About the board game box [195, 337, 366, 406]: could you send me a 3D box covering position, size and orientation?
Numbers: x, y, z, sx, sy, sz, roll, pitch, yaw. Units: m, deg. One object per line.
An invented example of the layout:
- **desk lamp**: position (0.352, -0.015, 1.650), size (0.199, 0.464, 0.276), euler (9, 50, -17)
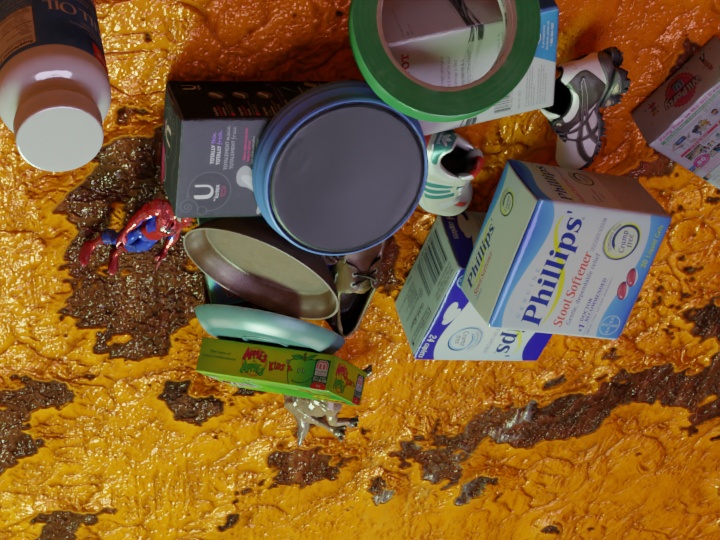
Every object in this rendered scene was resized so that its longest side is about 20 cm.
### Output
- **board game box**: position (-0.104, 0.132, 1.812), size (0.198, 0.048, 0.101), euler (7, 167, 26)

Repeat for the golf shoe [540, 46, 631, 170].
- **golf shoe**: position (0.250, -0.191, 1.660), size (0.093, 0.078, 0.201), euler (-7, 145, -14)

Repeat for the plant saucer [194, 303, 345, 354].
- **plant saucer**: position (-0.118, 0.082, 1.778), size (0.198, 0.028, 0.200), euler (11, 167, 3)

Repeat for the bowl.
- **bowl**: position (-0.018, -0.106, 1.507), size (0.198, 0.039, 0.202), euler (-10, 123, -15)

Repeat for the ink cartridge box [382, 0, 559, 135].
- **ink cartridge box**: position (0.114, -0.240, 1.550), size (0.198, 0.086, 0.147), euler (-12, 140, -6)

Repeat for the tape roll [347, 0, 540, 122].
- **tape roll**: position (0.087, -0.258, 1.444), size (0.198, 0.203, 0.048), euler (-13, 179, -6)

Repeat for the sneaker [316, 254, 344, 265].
- **sneaker**: position (-0.017, -0.102, 1.638), size (0.201, 0.075, 0.071), euler (-56, 141, -18)

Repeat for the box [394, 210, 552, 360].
- **box**: position (0.174, 0.024, 1.859), size (0.198, 0.106, 0.185), euler (1, 137, -24)

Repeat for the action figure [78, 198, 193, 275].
- **action figure**: position (-0.252, -0.040, 1.607), size (0.065, 0.052, 0.199), euler (24, 146, -34)

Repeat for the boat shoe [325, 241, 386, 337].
- **boat shoe**: position (0.000, 0.000, 1.722), size (0.071, 0.068, 0.201), euler (-6, 138, -19)

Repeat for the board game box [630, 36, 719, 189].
- **board game box**: position (0.464, -0.190, 1.762), size (0.199, 0.065, 0.147), euler (23, 124, -41)

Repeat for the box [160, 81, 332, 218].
- **box**: position (-0.116, -0.136, 1.543), size (0.198, 0.106, 0.123), euler (-2, 121, -19)

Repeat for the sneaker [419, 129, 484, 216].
- **sneaker**: position (0.109, -0.114, 1.660), size (0.071, 0.093, 0.200), euler (-64, 148, -15)

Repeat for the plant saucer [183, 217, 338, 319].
- **plant saucer**: position (-0.112, -0.007, 1.626), size (0.198, 0.035, 0.201), euler (20, 157, 9)

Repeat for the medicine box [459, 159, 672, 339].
- **medicine box**: position (0.249, -0.023, 1.704), size (0.198, 0.103, 0.184), euler (5, 119, -26)

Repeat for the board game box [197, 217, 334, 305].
- **board game box**: position (-0.100, -0.035, 1.731), size (0.198, 0.045, 0.153), euler (-12, 140, -10)

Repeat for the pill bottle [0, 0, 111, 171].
- **pill bottle**: position (-0.302, -0.194, 1.349), size (0.111, 0.201, 0.113), euler (-11, 141, -9)

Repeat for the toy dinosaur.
- **toy dinosaur**: position (-0.071, 0.178, 1.962), size (0.134, 0.087, 0.200), euler (17, 146, -22)
